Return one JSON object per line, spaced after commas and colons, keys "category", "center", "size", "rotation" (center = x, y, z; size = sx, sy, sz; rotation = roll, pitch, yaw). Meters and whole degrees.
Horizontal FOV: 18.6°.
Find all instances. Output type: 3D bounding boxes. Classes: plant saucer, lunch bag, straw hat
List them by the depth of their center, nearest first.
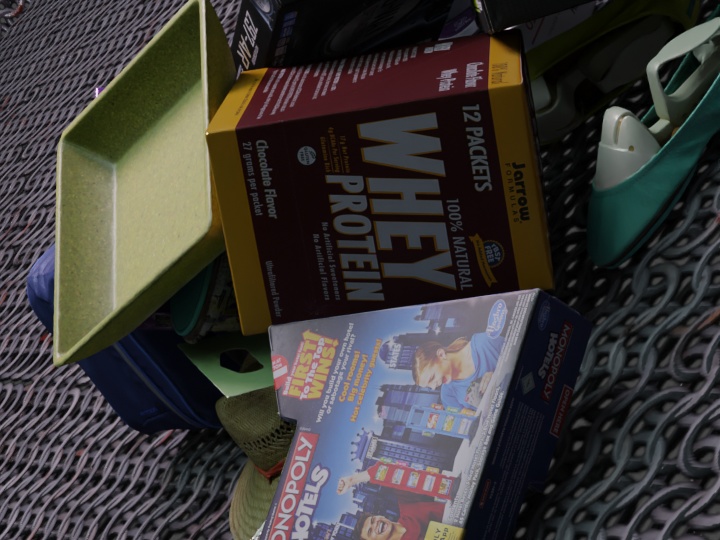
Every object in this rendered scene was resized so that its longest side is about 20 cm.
{"category": "plant saucer", "center": [-0.140, -0.055, 1.507], "size": [0.199, 0.048, 0.202], "rotation": [-39, 44, 41]}
{"category": "straw hat", "center": [-0.053, 0.096, 1.514], "size": [0.201, 0.085, 0.202], "rotation": [-39, 21, 18]}
{"category": "lunch bag", "center": [-0.148, 0.020, 1.678], "size": [0.132, 0.200, 0.136], "rotation": [-10, 34, 53]}

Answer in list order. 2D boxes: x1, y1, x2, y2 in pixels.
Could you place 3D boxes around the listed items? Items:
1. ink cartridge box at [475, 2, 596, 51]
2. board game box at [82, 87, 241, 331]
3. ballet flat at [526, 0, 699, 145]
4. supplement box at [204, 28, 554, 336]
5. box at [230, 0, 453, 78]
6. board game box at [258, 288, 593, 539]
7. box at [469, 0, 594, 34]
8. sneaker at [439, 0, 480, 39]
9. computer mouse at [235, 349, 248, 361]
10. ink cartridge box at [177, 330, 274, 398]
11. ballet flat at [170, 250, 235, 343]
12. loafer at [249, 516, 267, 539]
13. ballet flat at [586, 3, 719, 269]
{"category": "ink cartridge box", "center": [0.110, -0.176, 1.718], "size": [0.199, 0.067, 0.116], "rotation": [-27, 28, 42]}
{"category": "board game box", "center": [-0.140, -0.047, 1.608], "size": [0.032, 0.119, 0.202], "rotation": [92, 177, -56]}
{"category": "ballet flat", "center": [0.158, -0.138, 1.564], "size": [0.199, 0.067, 0.067], "rotation": [-35, 29, 24]}
{"category": "supplement box", "center": [0.018, -0.062, 1.431], "size": [0.198, 0.134, 0.197], "rotation": [-9, 15, 6]}
{"category": "box", "center": [-0.013, -0.176, 1.570], "size": [0.159, 0.044, 0.200], "rotation": [-22, -20, -21]}
{"category": "board game box", "center": [0.016, 0.102, 1.299], "size": [0.199, 0.062, 0.202], "rotation": [8, 75, 44]}
{"category": "box", "center": [0.168, -0.211, 1.490], "size": [0.191, 0.048, 0.200], "rotation": [-16, 7, 2]}
{"category": "sneaker", "center": [0.102, -0.246, 1.642], "size": [0.199, 0.088, 0.075], "rotation": [-37, 23, 25]}
{"category": "computer mouse", "center": [0.000, 0.000, 1.611], "size": [0.140, 0.046, 0.201], "rotation": [5, 56, 39]}
{"category": "ink cartridge box", "center": [-0.015, 0.027, 1.473], "size": [0.198, 0.048, 0.145], "rotation": [-10, 14, -16]}
{"category": "ballet flat", "center": [-0.097, -0.033, 1.546], "size": [0.072, 0.072, 0.202], "rotation": [-33, 47, 32]}
{"category": "loafer", "center": [-0.004, 0.120, 1.391], "size": [0.200, 0.063, 0.072], "rotation": [-40, 38, 15]}
{"category": "ballet flat", "center": [0.194, -0.096, 1.403], "size": [0.200, 0.070, 0.067], "rotation": [-50, 21, -8]}
